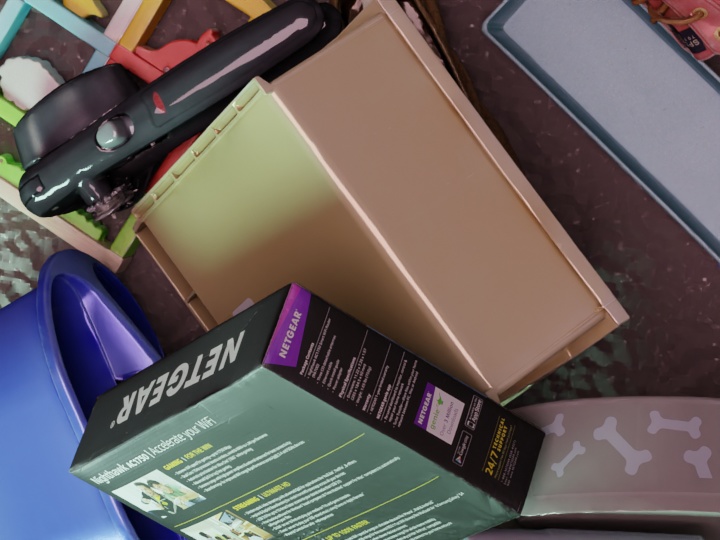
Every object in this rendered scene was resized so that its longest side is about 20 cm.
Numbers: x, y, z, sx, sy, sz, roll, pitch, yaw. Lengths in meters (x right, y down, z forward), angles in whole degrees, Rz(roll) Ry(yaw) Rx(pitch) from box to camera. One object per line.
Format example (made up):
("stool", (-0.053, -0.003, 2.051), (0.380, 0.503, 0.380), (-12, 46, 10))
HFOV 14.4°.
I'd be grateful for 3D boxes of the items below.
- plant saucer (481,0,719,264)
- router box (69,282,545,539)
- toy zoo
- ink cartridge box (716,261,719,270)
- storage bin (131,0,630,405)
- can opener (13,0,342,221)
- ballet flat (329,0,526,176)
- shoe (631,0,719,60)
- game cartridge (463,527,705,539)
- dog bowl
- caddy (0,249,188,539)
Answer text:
("plant saucer", (0.156, -0.082, 1.478), (0.200, 0.019, 0.070), (45, 101, 7))
("router box", (-0.029, 0.088, 1.368), (0.149, 0.200, 0.051), (31, 58, -21))
("toy zoo", (-0.133, -0.117, 1.539), (0.131, 0.020, 0.200), (34, 101, 7))
("ink cartridge box", (0.259, 0.074, 1.468), (0.095, 0.037, 0.200), (-20, 89, 14))
("storage bin", (0.000, 0.000, 1.441), (0.200, 0.094, 0.199), (53, 147, 3))
("can opener", (-0.098, -0.087, 1.481), (0.200, 0.063, 0.079), (-27, 89, 23))
("ballet flat", (0.034, -0.083, 1.480), (0.068, 0.072, 0.200), (-21, 91, 12))
("shoe", (0.156, -0.150, 1.428), (0.200, 0.071, 0.091), (-3, 97, -12))
("game cartridge", (0.109, 0.180, 1.429), (0.133, 0.200, 0.041), (6, 62, -1))
("dog bowl", (0.148, 0.105, 1.402), (0.200, 0.200, 0.059), (0, 77, 12))
("caddy", (-0.135, 0.089, 1.498), (0.105, 0.141, 0.200), (-23, 91, 18))
